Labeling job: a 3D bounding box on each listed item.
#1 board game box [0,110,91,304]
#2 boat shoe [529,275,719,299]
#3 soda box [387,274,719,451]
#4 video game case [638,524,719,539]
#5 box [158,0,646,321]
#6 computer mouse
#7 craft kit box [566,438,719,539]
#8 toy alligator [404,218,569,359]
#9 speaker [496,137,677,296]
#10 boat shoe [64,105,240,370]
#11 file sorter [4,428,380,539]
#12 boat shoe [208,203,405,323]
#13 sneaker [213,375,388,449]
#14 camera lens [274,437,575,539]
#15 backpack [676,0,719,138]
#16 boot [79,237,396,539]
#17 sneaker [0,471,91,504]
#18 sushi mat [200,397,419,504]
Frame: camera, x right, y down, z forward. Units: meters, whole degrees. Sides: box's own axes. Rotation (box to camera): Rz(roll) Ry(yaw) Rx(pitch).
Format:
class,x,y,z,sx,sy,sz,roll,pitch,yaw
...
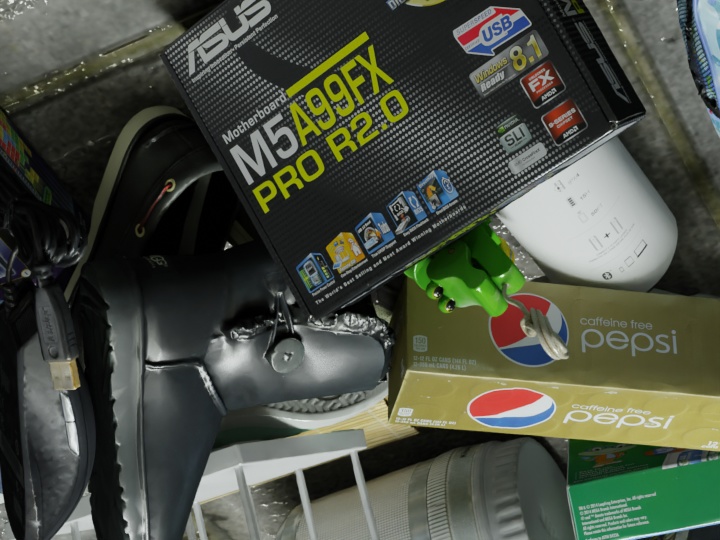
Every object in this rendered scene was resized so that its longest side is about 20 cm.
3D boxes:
class,x,y,z,sx,sy,sz,roll,pitch,yaw
board game box,-0.264,-0.014,1.026,0.198,0.057,0.166,-17,142,14
boat shoe,0.181,0.047,1.116,0.198,0.073,0.062,8,109,-30
soda box,0.116,0.051,1.019,0.198,0.065,0.068,5,149,-7
video game case,0.192,0.221,1.262,0.025,0.201,0.181,32,134,-3
box,0.016,-0.091,0.888,0.199,0.161,0.044,-32,176,30
computer mouse,-0.150,0.052,0.914,0.046,0.140,0.202,-6,102,-22
craft kit box,0.230,0.114,1.151,0.198,0.049,0.197,-12,-177,8
toy alligator,0.048,-0.006,0.952,0.054,0.201,0.059,-36,130,8
speaker,0.099,-0.061,0.987,0.081,0.082,0.200,-23,138,21
boat shoe,-0.118,0.011,1.013,0.073,0.063,0.203,-11,131,-43
file sorter,-0.099,0.190,1.163,0.199,0.126,0.138,-20,168,32
boat shoe,0.001,0.001,1.070,0.200,0.072,0.066,35,99,-24
sneaker,-0.079,0.081,1.167,0.198,0.075,0.118,-11,166,-14
camera lens,0.048,0.215,1.259,0.198,0.161,0.160,-21,139,20
backpack,0.251,-0.108,0.893,0.181,0.148,0.200,-13,144,13
boot,-0.063,0.073,0.987,0.166,0.076,0.202,-8,113,-22
sneaker,-0.256,0.085,1.053,0.146,0.078,0.201,33,149,-32
sushi mat,-0.068,0.114,1.240,0.198,0.012,0.096,-19,141,18
